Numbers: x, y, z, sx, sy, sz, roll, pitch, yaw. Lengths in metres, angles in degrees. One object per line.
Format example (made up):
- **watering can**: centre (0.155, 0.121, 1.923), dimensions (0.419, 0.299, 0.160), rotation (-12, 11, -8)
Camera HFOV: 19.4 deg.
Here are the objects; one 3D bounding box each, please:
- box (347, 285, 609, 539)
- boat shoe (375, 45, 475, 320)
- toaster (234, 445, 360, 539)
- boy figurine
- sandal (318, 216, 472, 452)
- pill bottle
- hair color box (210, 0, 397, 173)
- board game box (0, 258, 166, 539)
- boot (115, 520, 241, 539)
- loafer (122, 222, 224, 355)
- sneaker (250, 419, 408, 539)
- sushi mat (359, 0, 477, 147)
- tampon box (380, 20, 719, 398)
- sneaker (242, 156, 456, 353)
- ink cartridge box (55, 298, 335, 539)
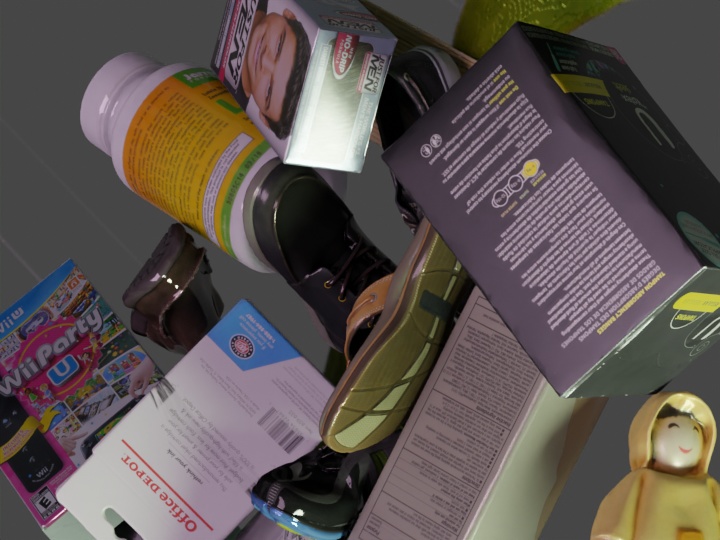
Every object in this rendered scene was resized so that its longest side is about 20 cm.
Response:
- **box**: centre (0.084, 0.123, 1.412), dimensions (0.095, 0.078, 0.200), rotation (29, 92, 40)
- **boat shoe**: centre (0.050, -0.054, 1.462), dimensions (0.069, 0.057, 0.200), rotation (-9, 97, 46)
- **toaster**: centre (-0.029, 0.216, 1.524), dimensions (0.114, 0.200, 0.129), rotation (33, 119, -10)
- **boy figurine**: centre (0.207, 0.171, 1.346), dimensions (0.064, 0.124, 0.200), rotation (120, 158, -59)
- **sandal**: centre (0.024, 0.030, 1.412), dimensions (0.054, 0.080, 0.200), rotation (18, 79, 36)
- **pill bottle**: centre (-0.116, -0.089, 1.581), dimensions (0.200, 0.111, 0.111), rotation (32, 116, 33)
- **hair color box**: centre (-0.044, -0.153, 1.488), dimensions (0.200, 0.061, 0.099), rotation (-128, 49, -59)
- **board game box**: centre (-0.228, 0.107, 1.668), dimensions (0.148, 0.064, 0.200), rotation (-40, 50, -5)
- **boot**: centre (-0.208, 0.214, 1.673), dimensions (0.198, 0.162, 0.073), rotation (37, 161, 28)
- **loafer**: centre (-0.131, 0.020, 1.598), dimensions (0.071, 0.200, 0.073), rotation (33, 79, 3)
- **sneaker**: centre (-0.003, 0.126, 1.453), dimensions (0.071, 0.200, 0.083), rotation (31, 122, 30)
- **sushi mat**: centre (0.033, -0.128, 1.512), dimensions (0.200, 0.012, 0.096), rotation (33, 117, 33)
- **tampon box**: centre (0.144, -0.035, 1.326), dimensions (0.126, 0.150, 0.200), rotation (-44, 68, 22)
- **sneaker**: centre (0.000, 0.000, 1.463), dimensions (0.106, 0.200, 0.075), rotation (24, 69, 40)
- **ink cartridge box**: centre (-0.115, 0.129, 1.554), dimensions (0.200, 0.067, 0.116), rotation (-45, 91, -1)
